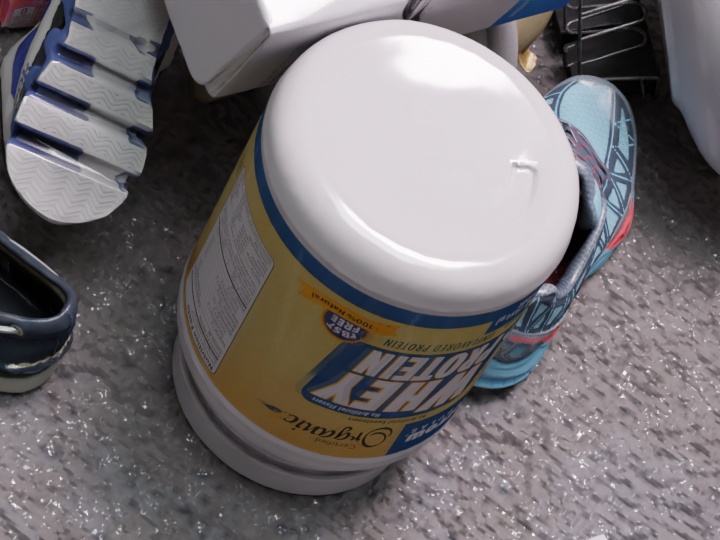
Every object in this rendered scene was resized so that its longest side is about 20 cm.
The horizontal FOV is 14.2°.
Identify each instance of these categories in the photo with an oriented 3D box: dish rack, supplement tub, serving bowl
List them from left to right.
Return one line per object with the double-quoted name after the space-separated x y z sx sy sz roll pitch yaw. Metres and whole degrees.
0.000 0.000 1.297 0.144 0.200 0.145 11 54 -15 "supplement tub"
0.115 -0.194 1.489 0.054 0.200 0.154 -12 61 -2 "dish rack"
0.188 -0.133 1.492 0.065 0.200 0.201 -8 57 5 "serving bowl"

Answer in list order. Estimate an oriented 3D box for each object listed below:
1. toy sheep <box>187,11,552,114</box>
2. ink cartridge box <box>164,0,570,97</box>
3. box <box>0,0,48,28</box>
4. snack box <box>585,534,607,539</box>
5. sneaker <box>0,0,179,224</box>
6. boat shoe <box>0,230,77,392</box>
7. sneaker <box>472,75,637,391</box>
0.007 -0.119 1.427 0.199 0.138 0.139 -13 63 -18 "toy sheep"
0.003 -0.177 1.311 0.199 0.084 0.145 -17 81 -28 "ink cartridge box"
-0.096 -0.197 1.457 0.199 0.095 0.103 -8 61 -27 "box"
0.130 0.219 1.316 0.072 0.024 0.201 -16 65 -32 "snack box"
-0.123 -0.118 1.368 0.080 0.115 0.200 28 82 -20 "sneaker"
-0.217 -0.017 1.305 0.199 0.062 0.075 35 53 3 "boat shoe"
0.102 -0.031 1.429 0.079 0.096 0.201 28 51 -3 "sneaker"
